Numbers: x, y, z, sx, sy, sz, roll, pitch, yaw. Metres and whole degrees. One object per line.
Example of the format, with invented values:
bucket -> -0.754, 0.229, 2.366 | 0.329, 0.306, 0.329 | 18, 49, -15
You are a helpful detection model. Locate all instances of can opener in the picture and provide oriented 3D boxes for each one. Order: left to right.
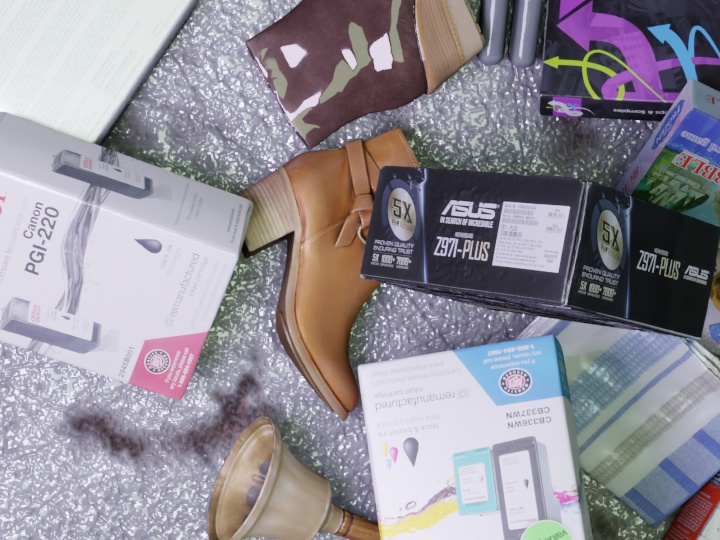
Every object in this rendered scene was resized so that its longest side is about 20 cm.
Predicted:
can opener -> 0.122, -0.260, 1.293 | 0.052, 0.066, 0.202 | 3, 102, -5

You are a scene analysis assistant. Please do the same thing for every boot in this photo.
boot -> -0.015, -0.212, 1.265 | 0.166, 0.072, 0.201 | -27, 95, -4
boot -> 0.000, 0.000, 1.288 | 0.154, 0.077, 0.201 | -24, 89, -10

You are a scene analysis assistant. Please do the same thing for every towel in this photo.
towel -> 0.210, 0.100, 1.316 | 0.200, 0.024, 0.147 | 41, 111, -9

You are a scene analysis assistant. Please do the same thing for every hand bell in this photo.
hand bell -> -0.009, 0.200, 1.297 | 0.199, 0.104, 0.105 | 26, 89, -22

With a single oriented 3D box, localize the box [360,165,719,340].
box -> 0.128, -0.014, 1.201 | 0.163, 0.199, 0.087 | 14, 85, -43

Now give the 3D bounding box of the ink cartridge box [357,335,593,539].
ink cartridge box -> 0.091, 0.164, 1.220 | 0.146, 0.146, 0.202 | -10, 80, 8

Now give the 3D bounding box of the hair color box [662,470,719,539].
hair color box -> 0.285, 0.260, 1.344 | 0.101, 0.061, 0.201 | 33, 90, -9

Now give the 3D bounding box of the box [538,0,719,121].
box -> 0.240, -0.184, 1.270 | 0.198, 0.036, 0.144 | 4, 68, 7

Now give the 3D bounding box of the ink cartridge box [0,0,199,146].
ink cartridge box -> -0.245, -0.198, 1.251 | 0.199, 0.047, 0.161 | 35, 89, -3

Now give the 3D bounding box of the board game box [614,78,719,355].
board game box -> 0.289, -0.025, 1.278 | 0.199, 0.041, 0.200 | 22, 131, -8

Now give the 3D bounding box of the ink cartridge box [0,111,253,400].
ink cartridge box -> -0.197, -0.010, 1.218 | 0.199, 0.085, 0.146 | 20, 121, -7
